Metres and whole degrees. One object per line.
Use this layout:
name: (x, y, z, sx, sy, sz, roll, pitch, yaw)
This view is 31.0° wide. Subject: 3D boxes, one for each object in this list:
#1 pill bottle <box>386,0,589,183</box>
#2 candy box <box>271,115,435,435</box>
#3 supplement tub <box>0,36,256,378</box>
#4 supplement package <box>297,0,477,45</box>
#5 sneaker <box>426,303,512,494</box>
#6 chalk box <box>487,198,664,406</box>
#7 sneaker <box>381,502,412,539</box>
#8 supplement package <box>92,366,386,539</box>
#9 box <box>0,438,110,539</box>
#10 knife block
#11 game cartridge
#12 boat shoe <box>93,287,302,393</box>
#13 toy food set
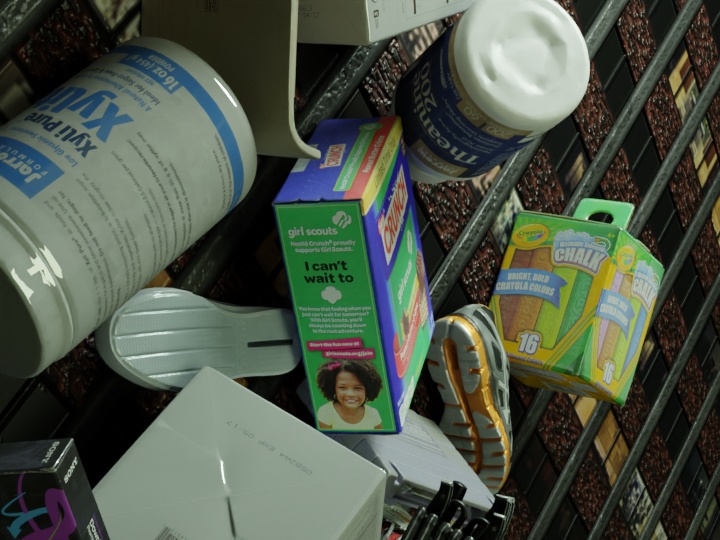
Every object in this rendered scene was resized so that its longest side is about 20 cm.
pill bottle: (0.090, -0.138, 1.047, 0.110, 0.200, 0.112, 5, 75, -19)
candy box: (0.000, 0.000, 1.023, 0.169, 0.076, 0.201, -66, 149, -60)
supplement tub: (-0.170, -0.044, 0.799, 0.200, 0.131, 0.133, -45, 131, -37)
supplement package: (0.016, -0.254, 0.995, 0.200, 0.121, 0.121, -29, 120, -46)
sneaker: (0.116, 0.125, 1.252, 0.077, 0.078, 0.201, -40, 129, -51)
chalk box: (0.220, 0.017, 1.318, 0.124, 0.124, 0.201, 31, 73, -51)
sneaker: (0.032, 0.226, 1.051, 0.078, 0.200, 0.082, -47, 174, -24)
supplement package: (-0.087, 0.206, 0.896, 0.151, 0.151, 0.201, -49, 157, -33)
box: (-0.215, 0.195, 0.794, 0.036, 0.142, 0.201, -73, 154, -58)
knife block: (0.045, 0.253, 0.969, 0.175, 0.064, 0.201, -42, 155, -44)
game cartridge: (0.036, 0.158, 1.117, 0.038, 0.130, 0.200, -51, 141, 8)
boat shoe: (-0.122, 0.053, 0.937, 0.199, 0.062, 0.073, 9, 81, -53)
toy food set: (-0.078, -0.179, 0.874, 0.060, 0.143, 0.202, -10, 106, -50)
